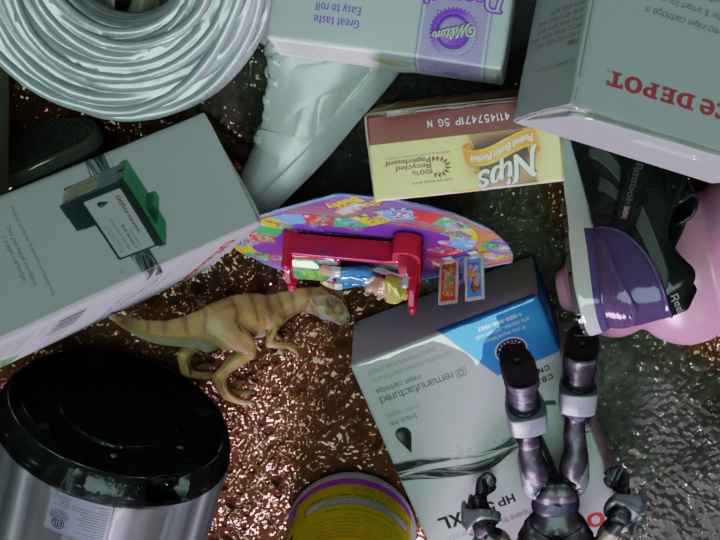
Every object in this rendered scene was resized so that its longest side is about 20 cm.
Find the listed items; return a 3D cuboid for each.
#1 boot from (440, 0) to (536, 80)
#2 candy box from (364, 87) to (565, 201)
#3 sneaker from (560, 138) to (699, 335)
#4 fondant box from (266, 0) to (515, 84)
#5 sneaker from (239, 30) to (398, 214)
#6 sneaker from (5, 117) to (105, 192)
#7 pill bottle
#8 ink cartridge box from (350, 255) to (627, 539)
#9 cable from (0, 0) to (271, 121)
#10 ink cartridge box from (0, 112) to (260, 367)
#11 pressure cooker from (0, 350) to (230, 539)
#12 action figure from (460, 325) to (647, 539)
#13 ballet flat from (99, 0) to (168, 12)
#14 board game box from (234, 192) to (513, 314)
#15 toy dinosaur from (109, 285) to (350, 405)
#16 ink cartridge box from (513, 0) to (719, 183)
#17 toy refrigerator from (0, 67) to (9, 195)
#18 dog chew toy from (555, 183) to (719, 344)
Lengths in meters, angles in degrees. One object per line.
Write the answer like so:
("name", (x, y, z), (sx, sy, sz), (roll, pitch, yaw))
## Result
("boot", (0.131, -0.184, 0.968), (0.199, 0.132, 0.070), (-37, 108, 1))
("candy box", (0.066, -0.084, 0.988), (0.114, 0.200, 0.056), (-5, 98, 4))
("sneaker", (0.178, -0.057, 1.019), (0.086, 0.076, 0.202), (-10, 66, 15))
("fondant box", (0.030, -0.223, 0.931), (0.142, 0.058, 0.203), (8, 89, 5))
("sneaker", (-0.052, -0.131, 1.051), (0.115, 0.074, 0.200), (39, 98, -10))
("sneaker", (-0.247, -0.026, 1.103), (0.198, 0.075, 0.107), (-27, 118, 14))
("pill bottle", (-0.010, 0.237, 1.117), (0.103, 0.200, 0.106), (1, 111, 2))
("ink cartridge box", (0.096, 0.114, 1.128), (0.145, 0.084, 0.202), (-21, 108, 10))
("cable", (-0.146, -0.196, 0.954), (0.197, 0.069, 0.202), (6, 111, -4))
("ink cartridge box", (-0.182, -0.011, 0.988), (0.199, 0.146, 0.085), (-27, 88, -29))
("pressure cooker", (-0.197, 0.181, 1.112), (0.175, 0.178, 0.202), (34, 119, 34))
("action figure", (0.134, 0.144, 1.061), (0.128, 0.070, 0.202), (-6, 114, -5))
("ballet flat", (-0.129, -0.207, 1.018), (0.075, 0.068, 0.202), (11, 115, -28))
("board game box", (0.000, 0.000, 1.034), (0.157, 0.039, 0.199), (20, 158, -39))
("toy dinosaur", (-0.105, 0.043, 1.107), (0.198, 0.060, 0.107), (-10, 131, -32))
("ink cartridge box", (0.180, -0.164, 0.862), (0.146, 0.086, 0.203), (14, 87, -18))
("toy refrigerator", (-0.272, -0.132, 1.009), (0.075, 0.070, 0.203), (0, 85, -3))
("dog chew toy", (0.233, -0.006, 1.063), (0.198, 0.125, 0.126), (-11, 111, 16))
